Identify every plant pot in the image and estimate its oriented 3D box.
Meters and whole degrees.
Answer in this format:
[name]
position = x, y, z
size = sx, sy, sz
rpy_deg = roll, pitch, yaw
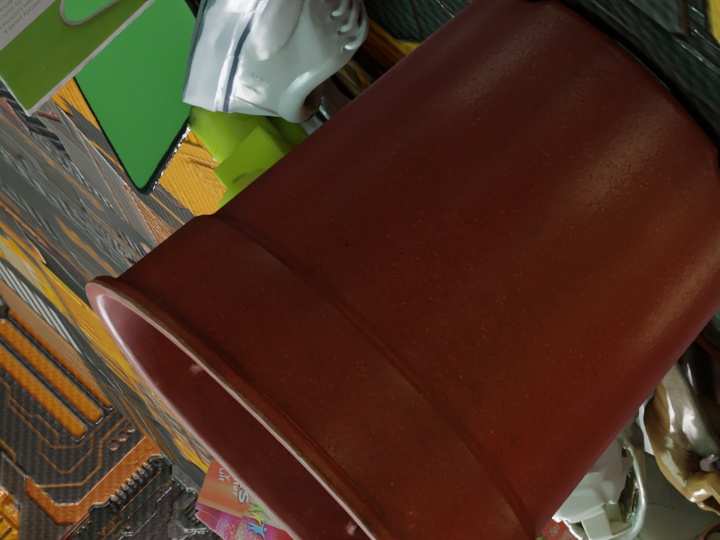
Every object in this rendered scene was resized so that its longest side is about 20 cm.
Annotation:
[plant pot]
position = 0.035, 0.011, 1.087
size = 0.201, 0.195, 0.201
rpy_deg = 44, 169, 11

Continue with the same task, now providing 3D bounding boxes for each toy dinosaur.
[toy dinosaur]
position = 0.145, 0.072, 1.265
size = 0.106, 0.060, 0.200
rpy_deg = 43, 169, 23

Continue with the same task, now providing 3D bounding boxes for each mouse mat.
[mouse mat]
position = -0.132, -0.148, 1.392
size = 0.201, 0.007, 0.161
rpy_deg = 62, 154, 11

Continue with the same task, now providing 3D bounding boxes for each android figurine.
[android figurine]
position = 0.000, 0.000, 1.323
size = 0.200, 0.041, 0.182
rpy_deg = 51, -170, 17

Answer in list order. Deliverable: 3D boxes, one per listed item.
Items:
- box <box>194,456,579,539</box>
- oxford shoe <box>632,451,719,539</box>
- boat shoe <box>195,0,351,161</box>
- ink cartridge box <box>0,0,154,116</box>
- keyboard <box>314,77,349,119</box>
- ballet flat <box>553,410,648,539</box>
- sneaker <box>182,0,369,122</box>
[box]
position = 0.025, 0.112, 1.524
size = 0.199, 0.103, 0.095
rpy_deg = 11, -163, -43
[oxford shoe]
position = 0.189, 0.142, 1.391
size = 0.200, 0.071, 0.074
rpy_deg = 39, 146, 22
[boat shoe]
position = -0.048, -0.075, 1.436
size = 0.200, 0.067, 0.074
rpy_deg = 46, 170, 0
[ink cartridge box]
position = -0.150, -0.184, 1.195
size = 0.076, 0.148, 0.200
rpy_deg = 37, 167, 39
[keyboard]
position = 0.019, -0.030, 1.318
size = 0.200, 0.011, 0.056
rpy_deg = 54, 172, 12
[ballet flat]
position = 0.098, 0.085, 1.279
size = 0.069, 0.070, 0.200
rpy_deg = 41, 179, 20
[sneaker]
position = -0.029, -0.123, 1.216
size = 0.070, 0.074, 0.200
rpy_deg = 9, 160, -7
